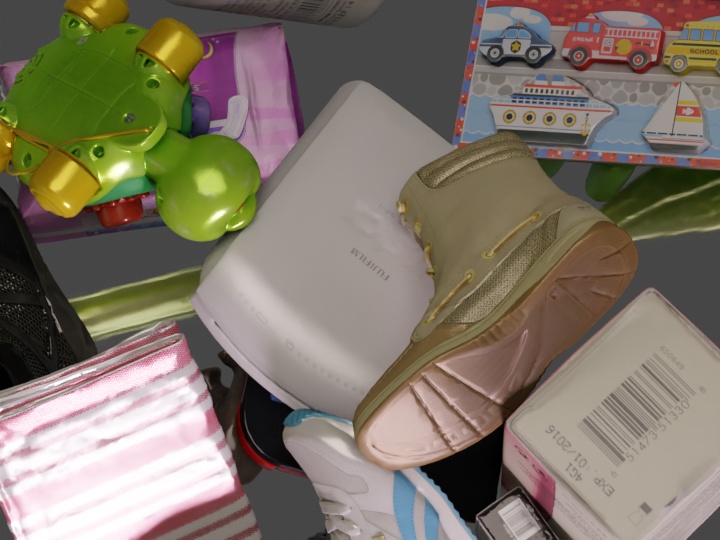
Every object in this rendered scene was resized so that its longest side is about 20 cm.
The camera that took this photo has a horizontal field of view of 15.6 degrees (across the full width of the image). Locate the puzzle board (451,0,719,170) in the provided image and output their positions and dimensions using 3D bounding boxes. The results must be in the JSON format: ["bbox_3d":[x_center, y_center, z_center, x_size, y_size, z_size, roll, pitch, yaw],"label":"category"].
[{"bbox_3d":[0.160,-0.142,1.667,0.200,0.017,0.151,5,76,26],"label":"puzzle board"}]

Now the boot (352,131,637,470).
[{"bbox_3d":[0.054,0.014,1.580,0.200,0.073,0.155,-44,39,3],"label":"boot"}]

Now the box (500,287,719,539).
[{"bbox_3d":[0.166,0.113,1.622,0.128,0.200,0.109,-42,76,-11],"label":"box"}]

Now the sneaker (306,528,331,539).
[{"bbox_3d":[-0.051,0.227,1.659,0.200,0.070,0.082,-26,94,-6],"label":"sneaker"}]

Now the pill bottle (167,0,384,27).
[{"bbox_3d":[-0.083,-0.225,1.713,0.200,0.114,0.115,4,71,-29],"label":"pill bottle"}]

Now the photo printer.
[{"bbox_3d":[0.000,0.000,1.666,0.166,0.069,0.200,39,64,-2],"label":"photo printer"}]

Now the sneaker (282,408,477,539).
[{"bbox_3d":[0.016,0.168,1.608,0.081,0.076,0.200,-44,104,-17],"label":"sneaker"}]

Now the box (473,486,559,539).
[{"bbox_3d":[0.141,0.234,1.633,0.035,0.110,0.200,-33,75,-9],"label":"box"}]

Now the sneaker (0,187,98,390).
[{"bbox_3d":[-0.256,0.013,1.678,0.076,0.114,0.200,-28,96,31],"label":"sneaker"}]

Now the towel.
[{"bbox_3d":[-0.149,0.138,1.650,0.146,0.200,0.030,-22,31,-6],"label":"towel"}]

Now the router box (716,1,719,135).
[{"bbox_3d":[0.285,-0.157,1.726,0.179,0.049,0.200,16,67,-39],"label":"router box"}]

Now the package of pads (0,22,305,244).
[{"bbox_3d":[-0.138,-0.092,1.754,0.200,0.076,0.121,-9,76,-2],"label":"package of pads"}]

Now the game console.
[{"bbox_3d":[0.018,0.051,1.704,0.177,0.031,0.200,15,67,-7],"label":"game console"}]

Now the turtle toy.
[{"bbox_3d":[-0.146,-0.083,1.648,0.200,0.101,0.146,30,76,38],"label":"turtle toy"}]

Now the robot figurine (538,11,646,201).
[{"bbox_3d":[0.174,-0.149,1.746,0.175,0.116,0.200,20,74,0],"label":"robot figurine"}]

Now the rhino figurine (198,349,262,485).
[{"bbox_3d":[-0.153,0.119,1.696,0.200,0.060,0.088,-17,74,-8],"label":"rhino figurine"}]
